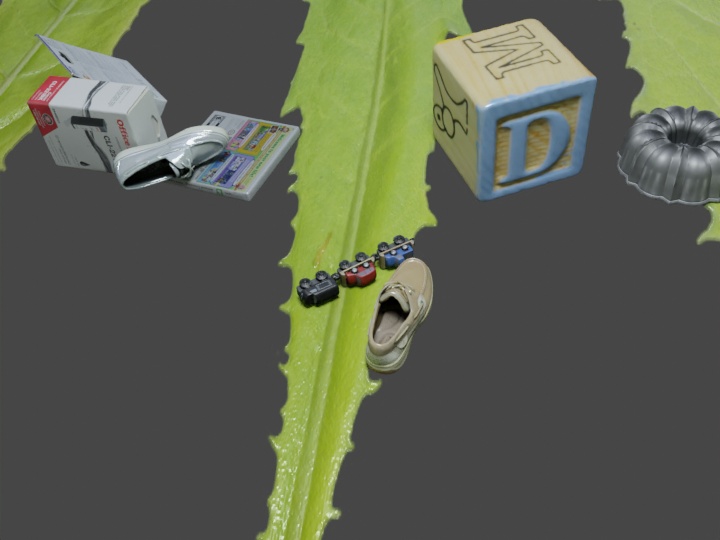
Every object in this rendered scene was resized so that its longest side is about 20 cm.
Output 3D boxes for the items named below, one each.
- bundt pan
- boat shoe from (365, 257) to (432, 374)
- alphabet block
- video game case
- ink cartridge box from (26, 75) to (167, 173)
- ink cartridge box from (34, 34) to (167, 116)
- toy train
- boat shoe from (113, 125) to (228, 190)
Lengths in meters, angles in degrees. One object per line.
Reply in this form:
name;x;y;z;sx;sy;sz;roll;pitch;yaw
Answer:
bundt pan;0.521;-0.197;1.287;0.200;0.076;0.203;-3;46;3
boat shoe;0.055;0.048;1.107;0.072;0.065;0.201;11;48;17
alphabet block;0.240;-0.263;1.302;0.195;0.196;0.201;-15;47;-11
video game case;-0.230;-0.207;1.418;0.181;0.022;0.200;14;48;19
ink cartridge box;-0.454;-0.251;1.400;0.199;0.145;0.084;8;49;15
ink cartridge box;-0.497;-0.369;1.517;0.199;0.041;0.200;8;28;-46
toy train;0.000;0.000;1.182;0.199;0.034;0.046;-25;52;-17
boat shoe;-0.314;-0.182;1.347;0.200;0.070;0.072;-18;57;-6
